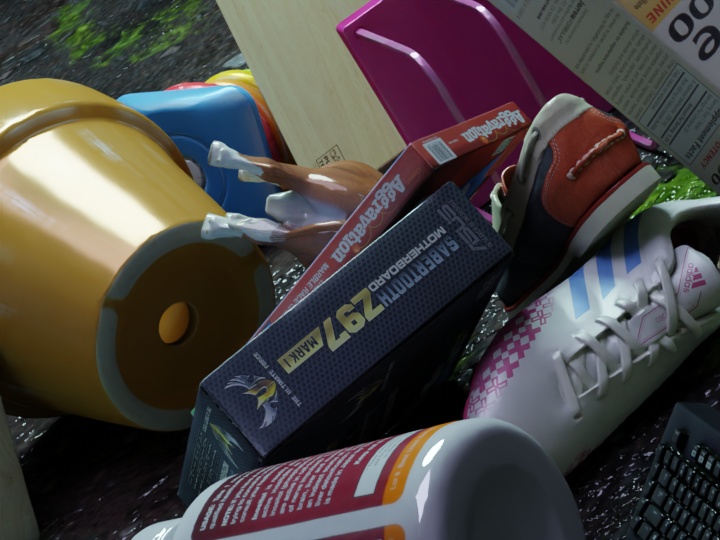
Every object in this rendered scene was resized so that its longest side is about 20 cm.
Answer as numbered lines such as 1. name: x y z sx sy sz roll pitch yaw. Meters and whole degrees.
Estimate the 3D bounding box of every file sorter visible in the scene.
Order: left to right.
1. file sorter: 0.119 -0.130 1.507 0.199 0.139 0.125 -36 22 -9

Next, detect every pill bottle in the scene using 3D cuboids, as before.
1. pill bottle: -0.010 0.135 1.143 0.199 0.113 0.113 -15 27 39

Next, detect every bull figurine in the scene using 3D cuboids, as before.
1. bull figurine: -0.017 -0.027 1.446 0.200 0.120 0.066 52 -129 -82

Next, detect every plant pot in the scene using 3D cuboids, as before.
1. plant pot: -0.151 0.005 1.555 0.200 0.201 0.183 -41 37 -21

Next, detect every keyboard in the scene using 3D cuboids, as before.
1. keyboard: 0.162 0.090 1.042 0.128 0.020 0.200 -65 21 6

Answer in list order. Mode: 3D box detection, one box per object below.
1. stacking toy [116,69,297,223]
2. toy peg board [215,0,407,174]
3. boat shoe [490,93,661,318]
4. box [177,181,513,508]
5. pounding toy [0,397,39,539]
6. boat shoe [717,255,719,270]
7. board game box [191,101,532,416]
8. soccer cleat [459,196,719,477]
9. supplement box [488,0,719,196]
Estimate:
1. stacking toy: -0.068 -0.099 1.789 0.115 0.111 0.200 -3 23 30
2. toy peg board: 0.031 -0.169 1.698 0.199 0.201 0.098 -35 -22 24
3. boat shoe: 0.096 -0.031 1.331 0.071 0.063 0.200 -42 -6 -16
4. box: -0.012 0.053 1.285 0.157 0.051 0.200 -38 -11 -18
5. pounding toy: -0.284 0.126 1.489 0.183 0.202 0.142 -16 0 40
6. boat shoe: 0.218 -0.034 1.237 0.075 0.074 0.200 -18 26 34
7. board game box: 0.000 0.000 1.312 0.200 0.019 0.103 -50 -15 32
8. soccer cleat: 0.121 0.027 1.243 0.086 0.070 0.200 -21 21 51
9. supplement box: 0.167 -0.146 1.379 0.126 0.200 0.074 -46 -7 -30
